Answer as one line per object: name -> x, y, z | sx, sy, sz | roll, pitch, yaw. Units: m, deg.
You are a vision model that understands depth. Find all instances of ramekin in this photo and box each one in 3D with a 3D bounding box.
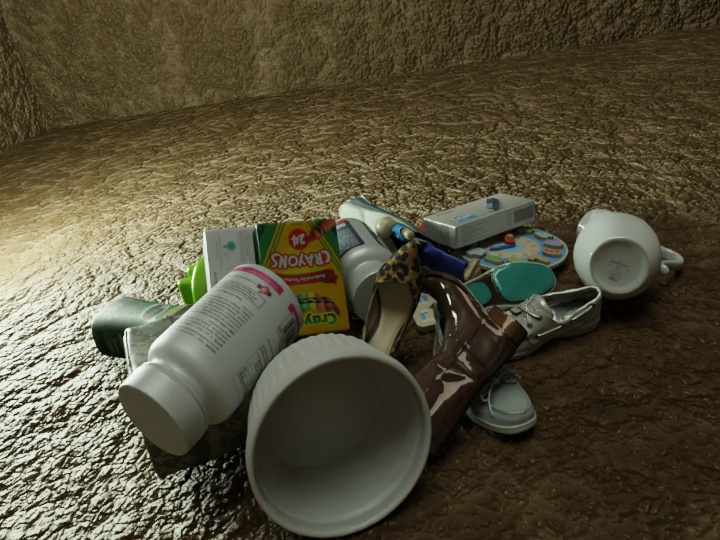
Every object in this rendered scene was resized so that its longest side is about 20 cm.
ramekin -> -0.030, 0.165, 0.632 | 0.195, 0.205, 0.105 | -18, 20, -13

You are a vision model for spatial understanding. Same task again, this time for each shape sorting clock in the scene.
shape sorting clock -> 0.264, -0.043, 1.035 | 0.194, 0.040, 0.201 | -6, 23, 2

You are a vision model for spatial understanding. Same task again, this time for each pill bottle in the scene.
pill bottle -> 0.000, 0.000, 0.989 | 0.117, 0.122, 0.201 | -17, 29, -10
pill bottle -> -0.160, 0.093, 0.649 | 0.111, 0.116, 0.200 | 8, 38, 31

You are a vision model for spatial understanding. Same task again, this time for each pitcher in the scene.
pitcher -> 0.410, -0.023, 0.887 | 0.167, 0.124, 0.200 | 17, 20, 16

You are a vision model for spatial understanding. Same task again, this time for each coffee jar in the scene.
coffee jar -> -0.339, 0.102, 0.968 | 0.195, 0.087, 0.104 | 4, 29, 28

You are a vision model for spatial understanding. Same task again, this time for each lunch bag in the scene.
lunch bag -> -0.210, 0.149, 0.778 | 0.164, 0.143, 0.200 | -18, 32, -17

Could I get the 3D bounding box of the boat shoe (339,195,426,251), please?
boat shoe -> 0.050, -0.091, 1.083 | 0.197, 0.074, 0.062 | 25, 49, 32

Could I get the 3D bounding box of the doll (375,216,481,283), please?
doll -> 0.105, -0.032, 0.980 | 0.197, 0.137, 0.049 | 30, 78, 24

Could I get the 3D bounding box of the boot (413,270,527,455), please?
boot -> 0.086, 0.111, 0.741 | 0.201, 0.064, 0.186 | -50, 39, -5

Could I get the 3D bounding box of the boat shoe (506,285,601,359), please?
boat shoe -> 0.248, 0.064, 0.823 | 0.195, 0.070, 0.072 | -18, 46, -10

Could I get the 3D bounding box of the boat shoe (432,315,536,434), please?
boat shoe -> 0.151, 0.131, 0.755 | 0.073, 0.066, 0.202 | -18, 30, -12

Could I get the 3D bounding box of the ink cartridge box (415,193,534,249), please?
ink cartridge box -> 0.196, -0.101, 1.099 | 0.196, 0.046, 0.175 | -19, 23, -28

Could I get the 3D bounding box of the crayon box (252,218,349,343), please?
crayon box -> -0.087, 0.030, 0.872 | 0.123, 0.206, 0.051 | -6, -10, -19

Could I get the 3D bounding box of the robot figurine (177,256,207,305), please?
robot figurine -> -0.213, 0.028, 1.021 | 0.194, 0.118, 0.177 | -5, 30, 11

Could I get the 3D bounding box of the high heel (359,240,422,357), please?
high heel -> 0.036, 0.071, 0.786 | 0.070, 0.204, 0.143 | 20, 30, 2

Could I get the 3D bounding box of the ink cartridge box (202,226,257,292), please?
ink cartridge box -> -0.143, 0.005, 0.926 | 0.194, 0.141, 0.076 | -6, -10, -17

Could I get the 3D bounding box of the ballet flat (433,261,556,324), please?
ballet flat -> 0.195, 0.038, 0.878 | 0.195, 0.071, 0.070 | -17, 29, -12

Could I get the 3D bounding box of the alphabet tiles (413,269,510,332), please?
alphabet tiles -> 0.176, 0.048, 0.948 | 0.194, 0.015, 0.197 | -14, 29, -3
